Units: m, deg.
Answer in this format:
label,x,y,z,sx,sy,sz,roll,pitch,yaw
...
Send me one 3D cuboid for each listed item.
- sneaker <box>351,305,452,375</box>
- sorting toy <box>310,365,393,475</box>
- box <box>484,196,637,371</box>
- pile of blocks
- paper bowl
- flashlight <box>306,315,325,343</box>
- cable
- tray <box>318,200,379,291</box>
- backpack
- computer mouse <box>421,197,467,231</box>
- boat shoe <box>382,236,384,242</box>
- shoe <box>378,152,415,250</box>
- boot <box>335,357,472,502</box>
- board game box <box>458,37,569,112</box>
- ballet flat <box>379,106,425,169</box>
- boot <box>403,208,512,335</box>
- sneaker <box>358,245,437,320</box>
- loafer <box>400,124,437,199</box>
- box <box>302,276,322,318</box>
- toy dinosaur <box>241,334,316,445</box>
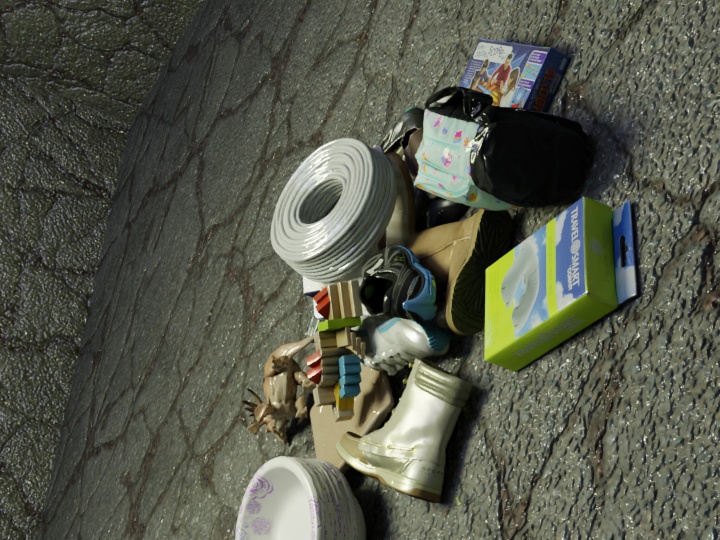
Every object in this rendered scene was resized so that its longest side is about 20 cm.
label,x,y,z,sx,sy,sz,roll,pitch,yaw
sneaker,0.049,0.094,1.374,0.200,0.076,0.081,5,72,65
sorting toy,-0.010,0.192,1.492,0.186,0.036,0.201,-57,21,27
box,0.206,0.013,1.143,0.200,0.047,0.123,-42,35,49
pile of blocks,-0.036,0.108,1.386,0.082,0.062,0.202,-141,48,-65
paper bowl,-0.069,0.341,1.369,0.200,0.104,0.202,-21,63,50
flashlight,-0.032,0.017,1.650,0.068,0.068,0.201,19,93,29
cable,-0.036,-0.084,1.470,0.200,0.069,0.200,-44,37,11
tray,-0.030,-0.042,1.508,0.107,0.022,0.201,-39,38,21
backpack,0.142,-0.136,1.246,0.200,0.166,0.127,26,101,58
computer mouse,0.086,-0.067,1.492,0.200,0.034,0.059,-42,35,48
boat shoe,0.000,0.000,1.518,0.061,0.071,0.203,97,-175,-76
shoe,0.042,-0.074,1.493,0.070,0.053,0.201,131,136,-60
boot,0.053,0.181,1.306,0.200,0.072,0.156,11,82,60
board game box,0.184,-0.230,1.409,0.136,0.034,0.200,-66,24,7
ballet flat,0.042,-0.158,1.630,0.200,0.068,0.069,-54,36,32
boot,0.105,0.013,1.352,0.200,0.066,0.176,-22,41,60
sneaker,0.033,0.014,1.327,0.200,0.082,0.071,-136,46,-71
loafer,0.088,-0.152,1.462,0.073,0.071,0.200,-46,16,2
box,-0.033,-0.038,1.603,0.120,0.032,0.202,-14,74,28
toy dinosaur,-0.123,0.174,1.641,0.136,0.085,0.201,-136,62,-73
